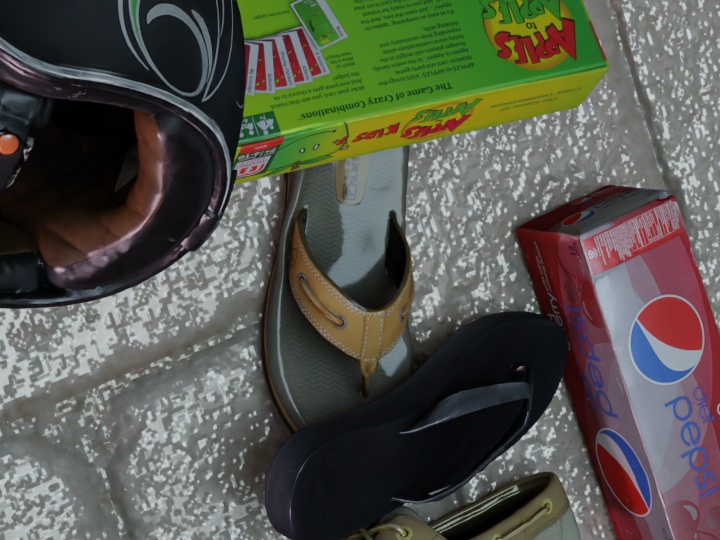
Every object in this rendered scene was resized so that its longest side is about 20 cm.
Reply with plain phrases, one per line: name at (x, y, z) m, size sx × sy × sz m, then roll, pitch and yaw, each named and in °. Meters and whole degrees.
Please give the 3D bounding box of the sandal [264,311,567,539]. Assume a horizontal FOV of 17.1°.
sandal at (0.038, 0.084, 1.173) m, size 0.200 × 0.043 × 0.077 m, roll -30°, pitch 128°, yaw -38°

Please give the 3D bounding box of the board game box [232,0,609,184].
board game box at (0.009, -0.113, 1.152) m, size 0.199 × 0.048 × 0.102 m, roll -14°, pitch 73°, yaw -22°

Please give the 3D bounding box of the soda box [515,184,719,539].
soda box at (0.149, 0.060, 1.234) m, size 0.063 × 0.070 × 0.201 m, roll -23°, pitch 104°, yaw -21°

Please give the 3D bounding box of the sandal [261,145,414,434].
sandal at (0.000, 0.000, 1.173) m, size 0.081 × 0.055 × 0.202 m, roll 5°, pitch 92°, yaw -23°

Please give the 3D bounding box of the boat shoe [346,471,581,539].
boat shoe at (0.023, 0.149, 1.191) m, size 0.199 × 0.074 × 0.067 m, roll -14°, pitch 96°, yaw -32°

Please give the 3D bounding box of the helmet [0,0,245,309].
helmet at (-0.149, -0.100, 1.029) m, size 0.199 × 0.192 × 0.201 m, roll -12°, pitch 143°, yaw -9°
